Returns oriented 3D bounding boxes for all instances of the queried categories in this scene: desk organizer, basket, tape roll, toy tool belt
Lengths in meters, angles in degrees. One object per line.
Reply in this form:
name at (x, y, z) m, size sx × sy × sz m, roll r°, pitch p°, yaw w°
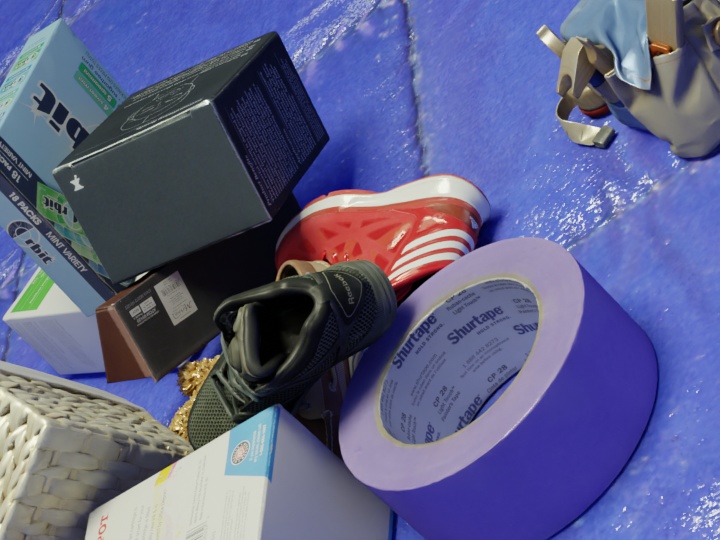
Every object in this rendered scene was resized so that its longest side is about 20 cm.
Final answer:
desk organizer at (-0.131, 0.010, 1.653) m, size 0.200 × 0.072 × 0.077 m, roll -38°, pitch 17°, yaw -35°
basket at (-0.217, 0.155, 1.473) m, size 0.123 × 0.200 × 0.136 m, roll 23°, pitch 91°, yaw 39°
tape roll at (0.087, 0.081, 1.329) m, size 0.200 × 0.085 × 0.200 m, roll -33°, pitch 30°, yaw 23°
toy tool belt at (0.190, -0.161, 1.455) m, size 0.125 × 0.123 × 0.200 m, roll -54°, pitch 29°, yaw -14°

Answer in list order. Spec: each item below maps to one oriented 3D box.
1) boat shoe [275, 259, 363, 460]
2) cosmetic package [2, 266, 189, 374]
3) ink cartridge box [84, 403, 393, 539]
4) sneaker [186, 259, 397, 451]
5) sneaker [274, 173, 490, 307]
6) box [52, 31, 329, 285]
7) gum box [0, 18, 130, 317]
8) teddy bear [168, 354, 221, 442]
boat shoe at (-0.040, 0.084, 1.468) m, size 0.076 × 0.072 × 0.201 m, roll -27°, pitch 53°, yaw 41°
cosmetic package at (-0.208, 0.025, 1.792) m, size 0.200 × 0.085 × 0.108 m, roll -9°, pitch 41°, yaw 49°
ink cartridge box at (-0.095, 0.209, 1.366) m, size 0.200 × 0.125 × 0.129 m, roll -31°, pitch 32°, yaw 28°
sneaker at (-0.075, 0.065, 1.380) m, size 0.199 × 0.114 × 0.076 m, roll -40°, pitch 68°, yaw 34°
sneaker at (0.000, 0.000, 1.555) m, size 0.200 × 0.078 × 0.116 m, roll -22°, pitch 36°, yaw 39°
box at (-0.131, -0.094, 1.643) m, size 0.148 × 0.107 × 0.200 m, roll -21°, pitch 15°, yaw 21°
gum box at (-0.240, -0.088, 1.717) m, size 0.044 × 0.170 × 0.200 m, roll -25°, pitch 30°, yaw 29°
teddy bear at (-0.097, 0.105, 1.562) m, size 0.200 × 0.067 × 0.145 m, roll -39°, pitch 32°, yaw 16°
